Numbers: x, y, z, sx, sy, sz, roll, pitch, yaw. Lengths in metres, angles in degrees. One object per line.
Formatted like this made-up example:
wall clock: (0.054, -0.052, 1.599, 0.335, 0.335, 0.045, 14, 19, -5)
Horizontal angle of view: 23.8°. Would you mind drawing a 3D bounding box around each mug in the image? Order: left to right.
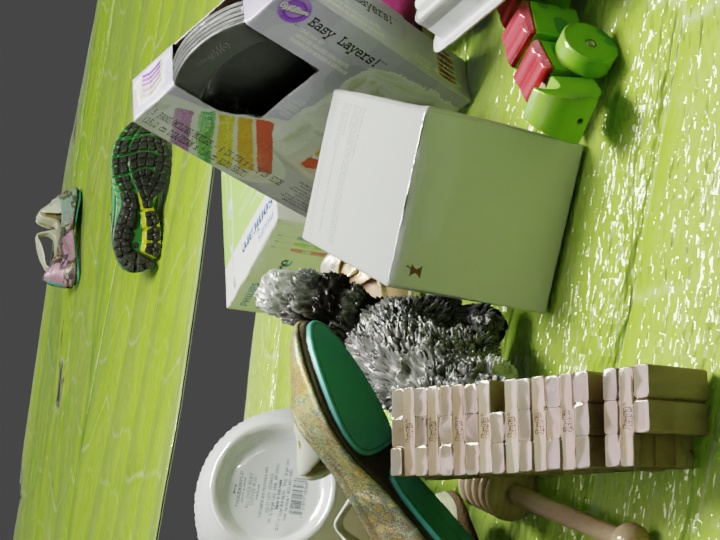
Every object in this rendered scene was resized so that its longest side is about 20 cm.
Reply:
mug: (-0.035, 0.147, 1.209, 0.175, 0.147, 0.201, 65, -135, -69)

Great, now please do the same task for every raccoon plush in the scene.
raccoon plush: (0.019, 0.071, 1.107, 0.134, 0.198, 0.098, -77, -4, -75)

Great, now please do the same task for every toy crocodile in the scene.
toy crocodile: (0.118, -0.154, 1.114, 0.068, 0.061, 0.201, 118, 153, -42)

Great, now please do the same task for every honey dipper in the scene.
honey dipper: (0.116, 0.146, 1.031, 0.200, 0.038, 0.038, -166, 85, -68)

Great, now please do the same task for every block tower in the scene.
block tower: (0.098, 0.088, 0.966, 0.199, 0.058, 0.055, -11, 75, 47)

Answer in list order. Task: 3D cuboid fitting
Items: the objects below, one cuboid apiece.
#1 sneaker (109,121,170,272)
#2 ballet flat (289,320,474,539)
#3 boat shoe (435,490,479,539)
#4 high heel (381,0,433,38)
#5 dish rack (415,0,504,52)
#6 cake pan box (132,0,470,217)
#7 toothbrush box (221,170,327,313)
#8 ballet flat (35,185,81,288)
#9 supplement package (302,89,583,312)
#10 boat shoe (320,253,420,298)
sneaker: (-0.298, -0.096, 2.227, 0.085, 0.077, 0.202, 166, 111, -70)
ballet flat: (0.000, 0.127, 1.054, 0.201, 0.070, 0.071, 55, 146, 10)
boat shoe: (0.054, 0.226, 1.076, 0.201, 0.076, 0.072, -104, -9, -49)
high heel: (0.020, -0.201, 1.349, 0.200, 0.096, 0.068, -34, 38, 61)
dish rack: (0.098, -0.257, 1.151, 0.201, 0.043, 0.172, -66, 13, -20)
cake pan box: (-0.047, -0.139, 1.293, 0.184, 0.199, 0.053, -36, 43, 29)
toothbrush box: (-0.067, -0.080, 1.564, 0.146, 0.085, 0.201, 124, 150, -49)
ballet flat: (-0.486, -0.060, 2.746, 0.069, 0.071, 0.201, 122, 151, -49)
supplement package: (0.050, -0.052, 1.177, 0.200, 0.116, 0.118, -150, 72, -70)
boat shoe: (0.000, 0.000, 1.365, 0.201, 0.069, 0.074, -101, 28, -44)
